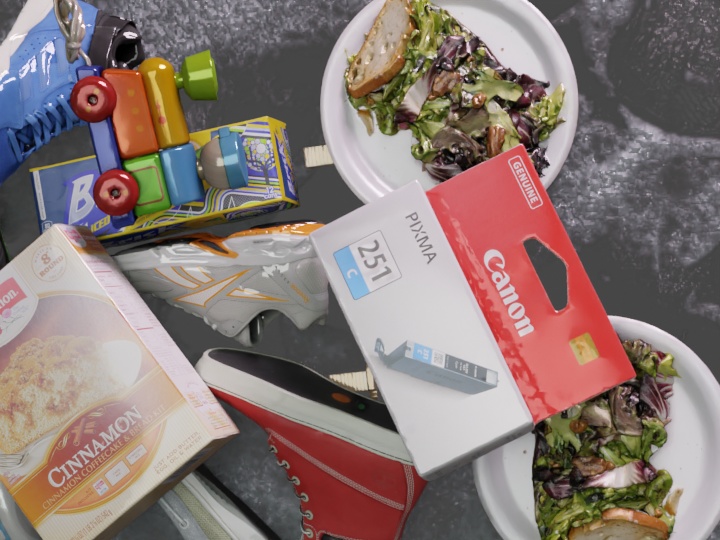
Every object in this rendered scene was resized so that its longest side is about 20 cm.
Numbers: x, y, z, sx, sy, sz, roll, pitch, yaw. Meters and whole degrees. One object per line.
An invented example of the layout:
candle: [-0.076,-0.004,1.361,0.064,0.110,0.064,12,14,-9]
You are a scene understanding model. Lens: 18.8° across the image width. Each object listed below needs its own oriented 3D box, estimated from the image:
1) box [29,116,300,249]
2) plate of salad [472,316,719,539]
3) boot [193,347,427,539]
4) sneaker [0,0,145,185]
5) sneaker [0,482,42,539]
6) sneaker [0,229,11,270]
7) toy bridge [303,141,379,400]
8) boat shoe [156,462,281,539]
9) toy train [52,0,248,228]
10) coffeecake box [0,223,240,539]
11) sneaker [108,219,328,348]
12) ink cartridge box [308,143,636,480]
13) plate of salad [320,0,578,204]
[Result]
box: [-0.153,-0.064,1.702,0.198,0.064,0.071,-12,84,11]
plate of salad: [0.179,0.135,1.622,0.198,0.048,0.202,-1,87,13]
boot: [-0.051,0.152,1.657,0.199,0.072,0.145,24,109,10]
sneaker: [-0.235,-0.128,1.686,0.110,0.077,0.201,15,53,11]
sneaker: [-0.270,0.122,1.713,0.086,0.075,0.202,-17,84,4]
sneaker: [-0.324,-0.053,1.715,0.076,0.084,0.201,-25,66,-3]
toy bridge: [0.000,0.000,1.684,0.067,0.027,0.202,-8,86,11]
boat shoe: [-0.138,0.181,1.681,0.202,0.074,0.065,42,91,4]
toy train: [-0.158,-0.141,1.622,0.115,0.085,0.202,-13,97,-1]
coffeecake box: [-0.214,0.090,1.623,0.153,0.073,0.200,-39,81,10]
sneaker: [-0.115,0.017,1.680,0.199,0.076,0.093,-6,97,24]
ink cartridge box: [0.081,0.026,1.591,0.175,0.045,0.201,-26,78,2]
plate of salad: [0.067,-0.129,1.659,0.198,0.048,0.202,0,83,3]
